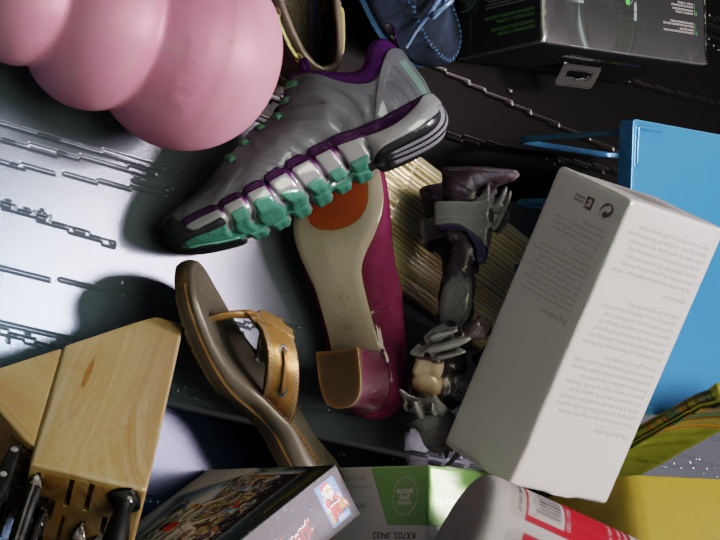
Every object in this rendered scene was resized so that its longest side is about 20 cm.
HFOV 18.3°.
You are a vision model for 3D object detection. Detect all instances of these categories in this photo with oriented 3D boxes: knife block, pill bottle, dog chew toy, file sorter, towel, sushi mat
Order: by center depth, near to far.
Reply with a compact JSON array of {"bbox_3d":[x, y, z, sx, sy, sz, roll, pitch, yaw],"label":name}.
[{"bbox_3d":[-0.146,0.125,1.305,0.200,0.176,0.064,-19,141,-39],"label":"knife block"},{"bbox_3d":[-0.149,-0.147,1.367,0.200,0.124,0.125,15,76,-29],"label":"dog chew toy"},{"bbox_3d":[0.142,0.213,1.373,0.200,0.112,0.112,25,68,-8],"label":"pill bottle"},{"bbox_3d":[0.053,-0.020,1.580,0.200,0.012,0.096,35,64,-31],"label":"sushi mat"},{"bbox_3d":[0.216,0.122,1.581,0.086,0.200,0.018,2,65,-38],"label":"towel"},{"bbox_3d":[0.188,0.001,1.602,0.139,0.123,0.200,5,87,-45],"label":"file sorter"}]

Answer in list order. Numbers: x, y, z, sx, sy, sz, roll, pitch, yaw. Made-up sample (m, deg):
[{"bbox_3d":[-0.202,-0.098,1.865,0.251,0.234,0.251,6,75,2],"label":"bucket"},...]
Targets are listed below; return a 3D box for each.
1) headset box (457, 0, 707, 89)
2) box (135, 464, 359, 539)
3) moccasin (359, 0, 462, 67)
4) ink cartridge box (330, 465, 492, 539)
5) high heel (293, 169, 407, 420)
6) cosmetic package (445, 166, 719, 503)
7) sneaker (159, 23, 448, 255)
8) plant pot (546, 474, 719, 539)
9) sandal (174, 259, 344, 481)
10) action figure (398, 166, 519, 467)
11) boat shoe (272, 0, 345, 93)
[{"bbox_3d":[0.162,-0.235,1.640,0.174,0.093,0.200,2,85,-39],"label":"headset box"},{"bbox_3d":[-0.114,0.185,1.344,0.200,0.137,0.038,-36,107,-35],"label":"box"},{"bbox_3d":[0.033,-0.207,1.513,0.200,0.068,0.081,53,38,-49],"label":"moccasin"},{"bbox_3d":[0.028,0.231,1.466,0.067,0.117,0.200,10,78,-37],"label":"ink cartridge box"},{"bbox_3d":[0.000,0.000,1.513,0.096,0.067,0.200,15,78,-68],"label":"high heel"},{"bbox_3d":[0.146,0.044,1.463,0.101,0.071,0.200,16,100,-43],"label":"cosmetic package"},{"bbox_3d":[-0.047,-0.083,1.447,0.200,0.074,0.088,-26,77,-5],"label":"sneaker"},{"bbox_3d":[0.200,0.242,1.567,0.200,0.200,0.177,8,70,-38],"label":"plant pot"},{"bbox_3d":[-0.056,0.068,1.433,0.200,0.055,0.082,56,12,-22],"label":"sandal"},{"bbox_3d":[0.065,0.033,1.511,0.069,0.130,0.200,5,79,4],"label":"action figure"},{"bbox_3d":[-0.048,-0.221,1.490,0.072,0.059,0.200,-4,88,-39],"label":"boat shoe"}]
